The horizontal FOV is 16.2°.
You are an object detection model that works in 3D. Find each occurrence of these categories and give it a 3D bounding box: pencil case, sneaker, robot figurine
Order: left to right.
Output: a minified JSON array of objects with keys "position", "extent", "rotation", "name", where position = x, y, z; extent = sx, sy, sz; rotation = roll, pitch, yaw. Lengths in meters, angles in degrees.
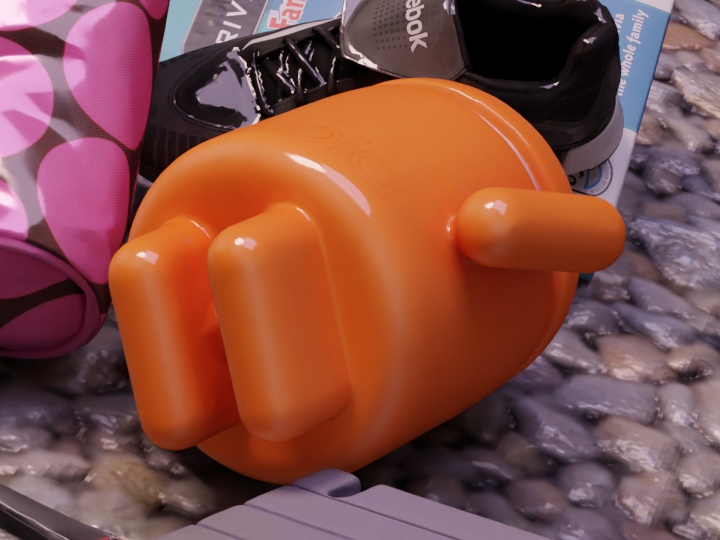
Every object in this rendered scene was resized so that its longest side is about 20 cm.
[{"position":[-0.115,-0.076,0.858],"extent":[0.093,0.091,0.201],"rotation":[6,60,6],"name":"pencil case"},{"position":[0.002,0.000,0.836],"extent":[0.117,0.144,0.200],"rotation":[45,32,13],"name":"robot figurine"},{"position":[0.006,-0.074,0.928],"extent":[0.198,0.091,0.067],"rotation":[-3,62,-8],"name":"sneaker"}]

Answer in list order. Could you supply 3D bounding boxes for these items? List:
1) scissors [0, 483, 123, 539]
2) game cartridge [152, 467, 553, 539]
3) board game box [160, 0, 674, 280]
[{"position":[-0.061,0.091,0.763],"extent":[0.199,0.014,0.073],"rotation":[33,35,30],"name":"scissors"},{"position":[0.024,0.106,0.677],"extent":[0.199,0.039,0.129],"rotation":[15,26,39],"name":"game cartridge"},{"position":[0.020,-0.096,1.028],"extent":[0.199,0.047,0.152],"rotation":[18,55,2],"name":"board game box"}]
